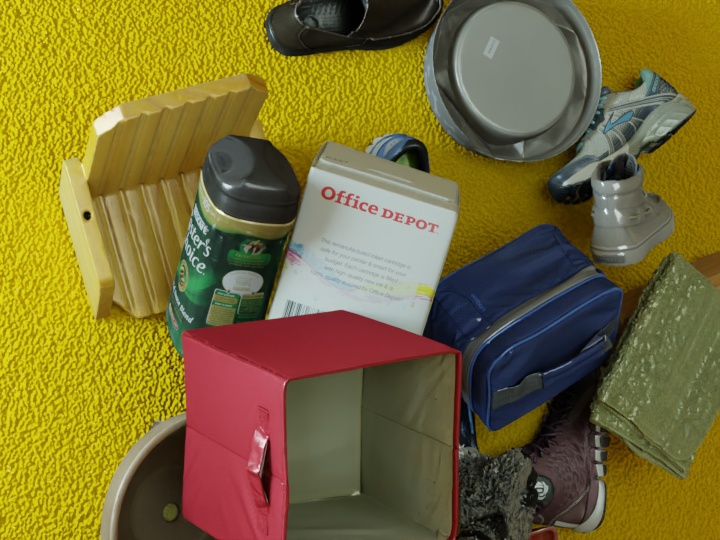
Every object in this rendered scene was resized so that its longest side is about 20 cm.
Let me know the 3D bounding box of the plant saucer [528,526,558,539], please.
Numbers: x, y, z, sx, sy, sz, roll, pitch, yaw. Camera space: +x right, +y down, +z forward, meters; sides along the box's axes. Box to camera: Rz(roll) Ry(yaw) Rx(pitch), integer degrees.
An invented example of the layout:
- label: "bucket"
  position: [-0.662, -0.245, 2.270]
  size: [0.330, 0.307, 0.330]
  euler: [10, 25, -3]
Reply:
- label: "plant saucer"
  position: [0.103, 0.355, 1.576]
  size: [0.197, 0.037, 0.202]
  euler: [-14, 117, -17]

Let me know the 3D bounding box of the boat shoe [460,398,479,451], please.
- label: "boat shoe"
  position: [0.120, 0.222, 1.611]
  size: [0.068, 0.084, 0.202]
  euler: [-18, 93, -12]

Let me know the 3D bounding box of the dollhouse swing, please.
- label: "dollhouse swing"
  position: [-0.161, -0.065, 1.488]
  size: [0.198, 0.176, 0.184]
  euler: [-16, 90, -22]

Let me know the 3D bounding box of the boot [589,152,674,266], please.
- label: "boot"
  position: [0.284, -0.077, 1.655]
  size: [0.073, 0.200, 0.097]
  euler: [2, 107, 19]

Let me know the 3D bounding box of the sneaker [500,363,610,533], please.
- label: "sneaker"
  position: [0.198, 0.171, 1.654]
  size: [0.114, 0.076, 0.203]
  euler: [3, 83, -16]

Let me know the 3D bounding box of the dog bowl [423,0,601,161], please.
- label: "dog bowl"
  position: [0.156, -0.210, 1.686]
  size: [0.198, 0.059, 0.203]
  euler: [3, 83, -21]

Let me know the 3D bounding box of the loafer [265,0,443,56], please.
- label: "loafer"
  position: [0.004, -0.262, 1.626]
  size: [0.198, 0.071, 0.074]
  euler: [-18, 91, -21]

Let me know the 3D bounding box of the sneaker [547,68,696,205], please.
- label: "sneaker"
  position: [0.268, -0.147, 1.725]
  size: [0.199, 0.078, 0.087]
  euler: [-35, 79, -23]

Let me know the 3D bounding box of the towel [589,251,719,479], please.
- label: "towel"
  position: [0.321, 0.097, 1.632]
  size: [0.148, 0.036, 0.201]
  euler: [36, 74, -24]

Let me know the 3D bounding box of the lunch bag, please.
- label: "lunch bag"
  position: [0.173, 0.060, 1.599]
  size: [0.199, 0.137, 0.132]
  euler: [-29, 55, -20]

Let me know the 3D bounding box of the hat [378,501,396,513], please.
- label: "hat"
  position: [0.005, 0.246, 1.506]
  size: [0.081, 0.200, 0.201]
  euler: [44, 71, -17]

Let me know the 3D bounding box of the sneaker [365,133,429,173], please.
- label: "sneaker"
  position: [0.031, -0.041, 1.602]
  size: [0.078, 0.089, 0.203]
  euler: [7, 86, -20]

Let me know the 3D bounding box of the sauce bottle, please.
- label: "sauce bottle"
  position: [-0.203, 0.246, 1.498]
  size: [0.064, 0.065, 0.202]
  euler: [24, 78, -17]

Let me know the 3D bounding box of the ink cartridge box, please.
- label: "ink cartridge box"
  position: [0.000, 0.000, 1.505]
  size: [0.144, 0.145, 0.202]
  euler: [18, 106, -1]

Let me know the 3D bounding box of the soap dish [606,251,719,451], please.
- label: "soap dish"
  position: [0.349, 0.085, 1.715]
  size: [0.198, 0.081, 0.159]
  euler: [-22, 93, -23]

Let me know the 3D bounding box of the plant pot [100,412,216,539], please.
- label: "plant pot"
  position: [-0.153, 0.225, 1.438]
  size: [0.199, 0.092, 0.204]
  euler: [0, 90, -33]

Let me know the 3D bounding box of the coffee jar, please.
- label: "coffee jar"
  position: [-0.117, -0.018, 1.454]
  size: [0.084, 0.105, 0.202]
  euler: [6, 120, -21]

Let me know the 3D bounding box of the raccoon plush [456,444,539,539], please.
- label: "raccoon plush"
  position: [0.081, 0.214, 1.489]
  size: [0.199, 0.132, 0.098]
  euler: [-15, 110, -63]

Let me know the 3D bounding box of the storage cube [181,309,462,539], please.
- label: "storage cube"
  position: [-0.035, 0.141, 1.341]
  size: [0.198, 0.179, 0.173]
  euler: [-7, 104, -34]
